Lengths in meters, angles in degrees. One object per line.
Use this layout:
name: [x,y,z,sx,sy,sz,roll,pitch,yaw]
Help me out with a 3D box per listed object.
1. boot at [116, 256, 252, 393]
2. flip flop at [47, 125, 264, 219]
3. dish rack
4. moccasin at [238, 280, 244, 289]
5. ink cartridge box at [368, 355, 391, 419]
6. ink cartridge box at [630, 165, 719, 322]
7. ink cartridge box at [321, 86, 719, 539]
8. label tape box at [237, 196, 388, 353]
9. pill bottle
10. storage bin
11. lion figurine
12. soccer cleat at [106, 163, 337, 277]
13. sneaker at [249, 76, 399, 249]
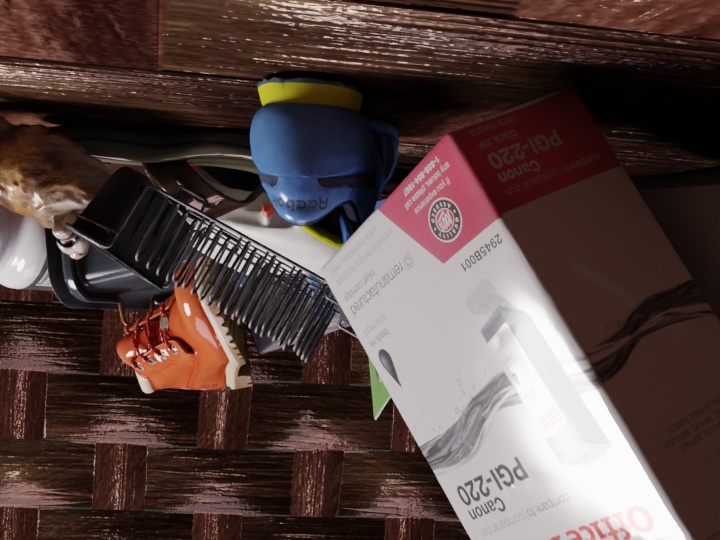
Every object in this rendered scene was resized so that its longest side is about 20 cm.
boot: [-0.144,0.052,0.906,0.107,0.075,0.200,-5,154,-6]
flip flop: [-0.120,-0.062,0.747,0.200,0.058,0.081,4,179,-9]
dish rack: [-0.059,0.012,0.664,0.200,0.055,0.153,28,174,6]
moccasin: [-0.099,-0.002,1.079,0.200,0.081,0.068,25,173,30]
ink cartridge box: [0.062,0.018,0.796,0.059,0.104,0.200,5,145,-17]
ink cartridge box: [0.201,0.018,0.621,0.200,0.147,0.146,-10,-173,-39]
ink cartridge box: [0.084,0.043,0.525,0.085,0.200,0.146,-24,168,-34]
label tape box: [0.000,0.000,0.932,0.144,0.063,0.200,-17,171,-28]
pill bottle: [-0.313,-0.037,1.158,0.200,0.116,0.116,5,178,-44]
storage bin: [-0.154,-0.027,0.971,0.134,0.146,0.200,-8,174,23]
lion figurine: [-0.248,-0.061,0.690,0.200,0.073,0.122,9,170,23]
soccer cleat: [-0.104,-0.034,0.821,0.200,0.078,0.069,14,-134,20]
sneaker: [-0.018,-0.050,0.614,0.066,0.079,0.200,2,180,8]
